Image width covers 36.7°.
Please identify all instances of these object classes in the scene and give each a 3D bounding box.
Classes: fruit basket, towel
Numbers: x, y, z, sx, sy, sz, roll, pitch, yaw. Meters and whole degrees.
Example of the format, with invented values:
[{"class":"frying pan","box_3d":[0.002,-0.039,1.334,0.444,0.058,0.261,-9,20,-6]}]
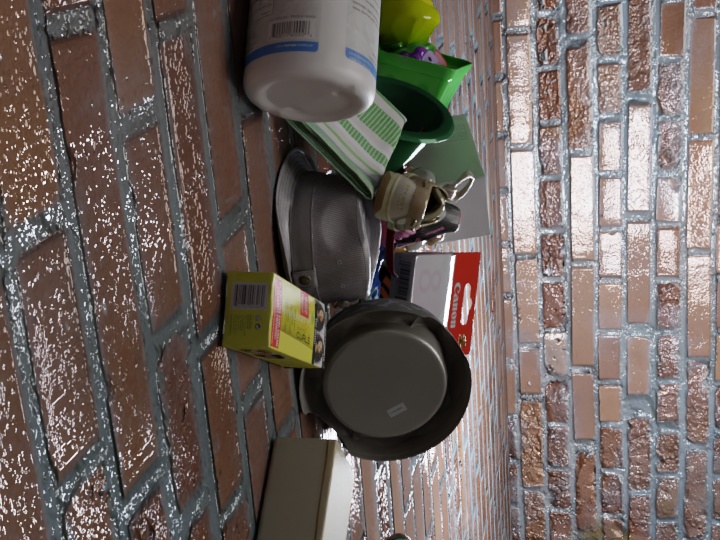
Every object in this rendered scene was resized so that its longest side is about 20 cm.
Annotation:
[{"class":"fruit basket","box_3d":[0.088,-0.341,1.642,0.216,0.155,0.217,17,90,-81]},{"class":"towel","box_3d":[-0.018,-0.179,1.236,0.153,0.023,0.200,44,30,-13]}]

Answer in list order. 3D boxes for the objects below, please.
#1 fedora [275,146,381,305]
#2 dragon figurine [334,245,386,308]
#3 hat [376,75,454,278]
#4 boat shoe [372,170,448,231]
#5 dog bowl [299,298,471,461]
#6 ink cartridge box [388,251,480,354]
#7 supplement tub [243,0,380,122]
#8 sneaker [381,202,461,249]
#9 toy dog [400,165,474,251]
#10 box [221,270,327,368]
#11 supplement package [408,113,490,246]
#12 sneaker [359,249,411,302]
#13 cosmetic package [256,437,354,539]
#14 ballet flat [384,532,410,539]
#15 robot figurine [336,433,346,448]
[{"class":"fedora","box_3d":[-0.026,-0.040,1.228,0.177,0.090,0.201,-69,155,-58]},{"class":"dragon figurine","box_3d":[0.000,0.000,1.409,0.200,0.059,0.100,11,79,-77]},{"class":"hat","box_3d":[0.019,-0.138,1.428,0.200,0.165,0.177,-63,174,-58]},{"class":"boat shoe","box_3d":[0.067,-0.076,1.260,0.200,0.065,0.072,5,101,-78]},{"class":"dog bowl","box_3d":[0.028,0.122,1.258,0.059,0.199,0.201,-95,178,-65]},{"class":"ink cartridge box","box_3d":[0.117,0.054,1.540,0.199,0.057,0.163,0,100,-42]},{"class":"supplement tub","box_3d":[-0.045,-0.260,1.071,0.132,0.131,0.201,50,43,-70]},{"class":"sneaker","box_3d":[0.075,-0.062,1.515,0.200,0.095,0.079,164,-67,-67]},{"class":"toy dog","box_3d":[0.073,-0.098,1.628,0.132,0.096,0.200,-19,147,-38]},{"class":"box","box_3d":[-0.081,0.053,1.083,0.200,0.050,0.076,41,51,-72]},{"class":"supplement package","box_3d":[0.138,-0.151,1.777,0.200,0.116,0.118,-96,177,-52]},{"class":"sneaker","box_3d":[0.048,0.051,1.542,0.070,0.090,0.201,72,22,-53]},{"class":"cosmetic package","box_3d":[-0.061,0.285,1.124,0.104,0.073,0.201,70,23,-56]},{"class":"ballet flat","box_3d":[0.047,0.480,1.627,0.067,0.068,0.201,-121,-147,-78]},{"class":"robot figurine","box_3d":[0.024,0.140,1.383,0.200,0.150,0.125,73,-4,-48]}]
